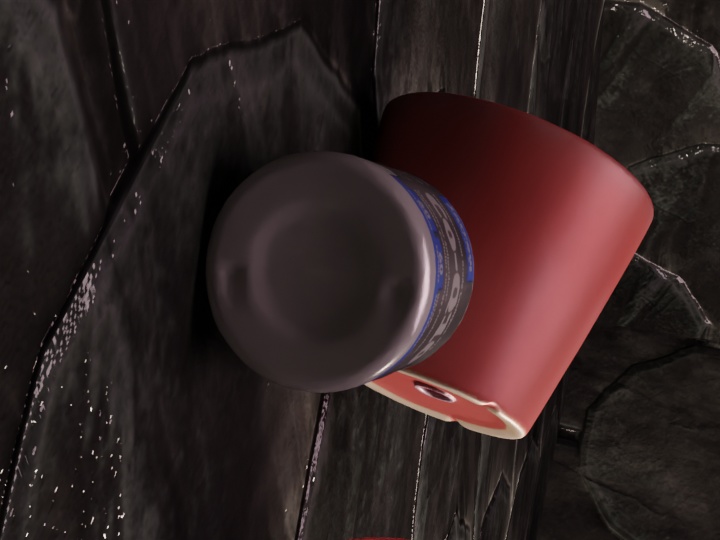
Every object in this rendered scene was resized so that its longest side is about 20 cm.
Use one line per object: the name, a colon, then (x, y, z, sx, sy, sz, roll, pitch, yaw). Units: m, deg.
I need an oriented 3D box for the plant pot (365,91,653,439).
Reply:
plant pot: (0.077, 0.005, 0.971, 0.201, 0.198, 0.179, 61, 49, -70)

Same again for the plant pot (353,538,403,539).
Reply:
plant pot: (0.017, 0.293, 0.853, 0.201, 0.198, 0.179, -59, 165, -60)

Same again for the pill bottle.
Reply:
pill bottle: (0.000, 0.000, 0.761, 0.200, 0.112, 0.115, -4, 102, -77)
